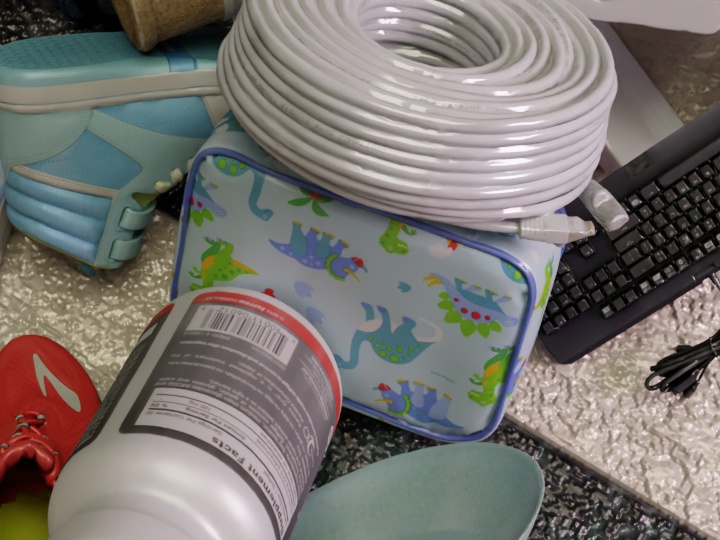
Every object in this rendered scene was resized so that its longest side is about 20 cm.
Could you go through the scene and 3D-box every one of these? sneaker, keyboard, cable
[{"bbox_3d":[-0.110,-0.064,1.086,0.198,0.132,0.080,-3,23,-16],"label":"sneaker"},{"bbox_3d":[0.183,-0.007,1.052,0.199,0.021,0.128,-35,91,23],"label":"keyboard"},{"bbox_3d":[-0.165,0.106,1.001,0.076,0.085,0.201,-5,49,-4],"label":"sneaker"},{"bbox_3d":[0.029,-0.099,0.971,0.198,0.070,0.201,4,36,-18],"label":"cable"}]

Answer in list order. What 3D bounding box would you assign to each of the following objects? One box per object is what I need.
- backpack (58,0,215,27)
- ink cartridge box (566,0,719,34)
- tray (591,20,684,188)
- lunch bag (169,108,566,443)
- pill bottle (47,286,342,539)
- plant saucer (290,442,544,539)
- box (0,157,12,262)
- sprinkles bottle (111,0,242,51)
[{"bbox_3d":[-0.149,-0.254,1.109,0.145,0.200,0.185,5,67,-1],"label":"backpack"},{"bbox_3d":[0.165,-0.209,1.097,0.143,0.085,0.200,9,27,19],"label":"ink cartridge box"},{"bbox_3d":[0.126,-0.123,1.141,0.107,0.022,0.201,-8,59,-52],"label":"tray"},{"bbox_3d":[0.000,0.000,1.030,0.198,0.162,0.083,20,43,8],"label":"lunch bag"},{"bbox_3d":[-0.086,0.106,0.957,0.115,0.117,0.201,18,35,5],"label":"pill bottle"},{"bbox_3d":[0.006,0.154,0.968,0.200,0.201,0.039,-30,107,-15],"label":"plant saucer"},{"bbox_3d":[-0.262,-0.016,1.081,0.121,0.048,0.202,13,66,2],"label":"box"},{"bbox_3d":[-0.040,-0.182,1.050,0.198,0.068,0.069,-22,69,-12],"label":"sprinkles bottle"}]
